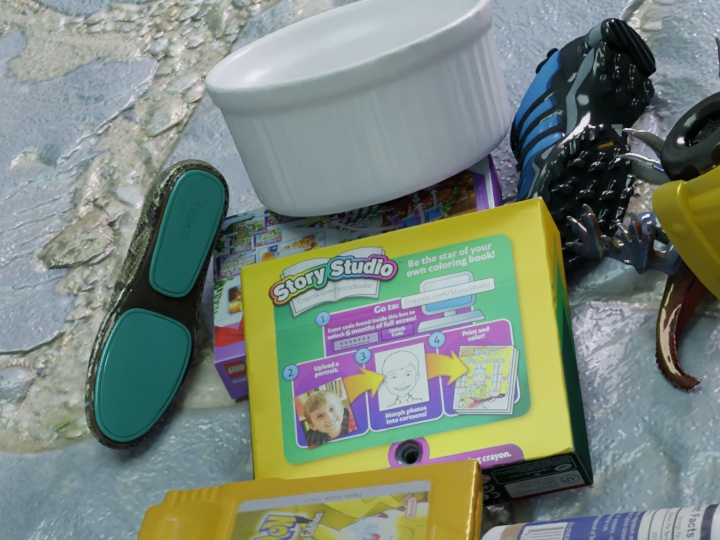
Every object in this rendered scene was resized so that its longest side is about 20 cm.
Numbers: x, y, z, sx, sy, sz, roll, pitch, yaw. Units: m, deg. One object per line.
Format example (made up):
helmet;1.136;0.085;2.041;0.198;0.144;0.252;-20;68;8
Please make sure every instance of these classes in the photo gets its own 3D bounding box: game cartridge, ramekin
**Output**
game cartridge;-0.034;0.167;1.405;0.198;0.033;0.177;-5;25;8
ramekin;0.004;-0.113;1.684;0.199;0.098;0.201;-16;17;5

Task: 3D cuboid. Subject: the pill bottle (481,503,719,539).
pill bottle;0.167;0.183;1.349;0.199;0.111;0.111;-7;45;18

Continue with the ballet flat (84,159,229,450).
ballet flat;-0.139;0.024;1.674;0.075;0.067;0.201;-9;62;65

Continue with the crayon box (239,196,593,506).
crayon box;0.031;0.062;1.543;0.199;0.058;0.174;-12;60;13

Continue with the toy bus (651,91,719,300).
toy bus;0.296;-0.080;1.481;0.192;0.136;0.200;-15;36;55

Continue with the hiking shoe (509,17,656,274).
hiking shoe;0.134;-0.072;1.665;0.086;0.074;0.201;-19;38;48

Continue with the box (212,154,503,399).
box;0.000;0.000;1.663;0.199;0.039;0.137;-15;42;10

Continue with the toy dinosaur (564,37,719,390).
toy dinosaur;0.219;-0.042;1.601;0.181;0.201;0.105;-18;3;-32
